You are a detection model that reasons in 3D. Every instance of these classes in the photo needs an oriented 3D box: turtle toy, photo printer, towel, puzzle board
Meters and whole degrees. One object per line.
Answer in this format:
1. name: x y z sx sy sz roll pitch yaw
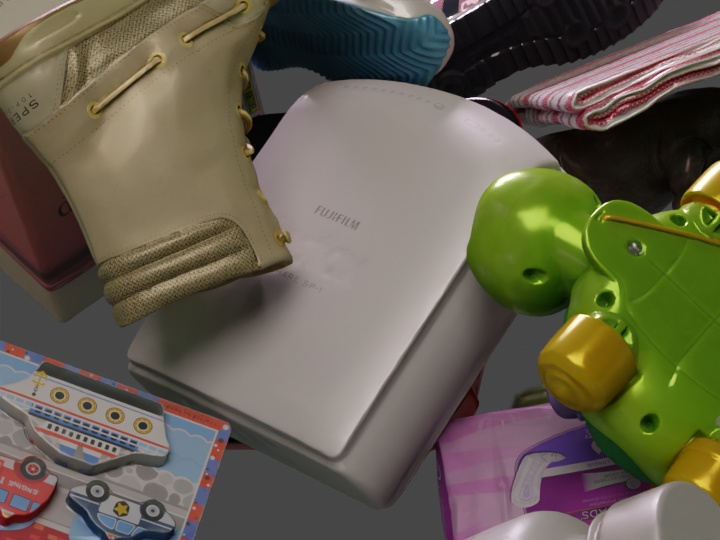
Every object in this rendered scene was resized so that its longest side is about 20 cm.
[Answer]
1. turtle toy: 0.134 0.027 1.182 0.200 0.101 0.146 44 66 4
2. photo printer: 0.000 0.000 1.282 0.166 0.069 0.200 23 74 40
3. towel: 0.158 -0.103 1.359 0.146 0.200 0.030 -21 96 -5
4. puzzle board: -0.171 0.094 1.196 0.200 0.017 0.151 20 52 -3

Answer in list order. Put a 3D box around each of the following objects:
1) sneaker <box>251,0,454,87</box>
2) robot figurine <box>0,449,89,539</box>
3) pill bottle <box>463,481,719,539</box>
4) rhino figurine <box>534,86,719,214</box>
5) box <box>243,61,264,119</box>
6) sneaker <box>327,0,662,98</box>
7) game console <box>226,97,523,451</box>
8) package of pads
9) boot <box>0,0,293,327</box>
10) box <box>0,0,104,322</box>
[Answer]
1. sneaker: -0.008 -0.145 1.385 0.081 0.077 0.200 -44 30 -15
2. robot figurine: -0.174 0.163 1.237 0.175 0.116 0.200 9 56 25
3. pill bottle: 0.067 0.166 1.117 0.200 0.114 0.115 -27 46 28
4. rhino figurine: 0.166 -0.055 1.370 0.200 0.060 0.088 -20 52 0
5. box: -0.121 -0.157 1.473 0.035 0.110 0.200 -30 54 -13
6. sneaker: 0.071 -0.143 1.451 0.200 0.070 0.082 -24 33 -8
7. game console: -0.008 0.001 1.348 0.177 0.031 0.200 0 59 25
8. package of pads: 0.139 0.117 1.238 0.200 0.076 0.121 -10 50 3
9. boot: -0.064 -0.075 1.252 0.200 0.073 0.156 -28 90 -28
10. box: -0.159 -0.093 1.373 0.128 0.200 0.109 -38 56 -18
